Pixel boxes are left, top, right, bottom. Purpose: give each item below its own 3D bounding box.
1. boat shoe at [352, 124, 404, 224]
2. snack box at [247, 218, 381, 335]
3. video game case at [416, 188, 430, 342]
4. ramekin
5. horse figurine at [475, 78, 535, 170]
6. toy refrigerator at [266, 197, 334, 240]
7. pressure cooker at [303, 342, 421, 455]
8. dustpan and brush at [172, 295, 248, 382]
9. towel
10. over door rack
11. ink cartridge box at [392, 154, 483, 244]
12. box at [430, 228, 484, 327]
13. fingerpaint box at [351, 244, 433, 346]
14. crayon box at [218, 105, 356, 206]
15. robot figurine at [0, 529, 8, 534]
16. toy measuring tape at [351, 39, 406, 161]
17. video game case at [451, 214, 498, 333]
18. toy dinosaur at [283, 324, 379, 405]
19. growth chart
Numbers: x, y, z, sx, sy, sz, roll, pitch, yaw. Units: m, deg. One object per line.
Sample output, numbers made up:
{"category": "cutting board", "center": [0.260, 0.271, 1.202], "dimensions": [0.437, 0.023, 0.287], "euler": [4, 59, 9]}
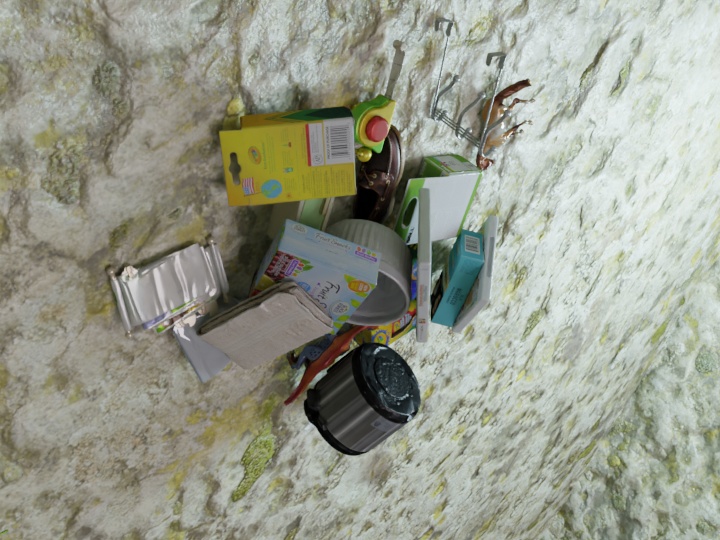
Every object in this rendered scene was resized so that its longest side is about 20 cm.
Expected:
{"category": "boat shoe", "center": [0.027, -0.157, 1.480], "dimensions": [0.070, 0.070, 0.202], "euler": [-27, 139, -35]}
{"category": "snack box", "center": [-0.079, 0.015, 1.383], "dimensions": [0.167, 0.068, 0.200], "euler": [20, 148, -14]}
{"category": "video game case", "center": [0.110, -0.010, 1.486], "dimensions": [0.022, 0.202, 0.184], "euler": [1, 132, 3]}
{"category": "ramekin", "center": [0.000, 0.000, 1.491], "dimensions": [0.201, 0.197, 0.106], "euler": [67, 30, -51]}
{"category": "horse figurine", "center": [0.277, -0.291, 1.645], "dimensions": [0.131, 0.050, 0.201], "euler": [-26, 147, -15]}
{"category": "toy refrigerator", "center": [-0.084, -0.133, 1.382], "dimensions": [0.075, 0.070, 0.202], "euler": [-9, 127, -42]}
{"category": "pressure cooker", "center": [-0.004, 0.257, 1.644], "dimensions": [0.200, 0.176, 0.178], "euler": [-43, 176, 31]}
{"category": "dustpan and brush", "center": [-0.219, 0.082, 1.452], "dimensions": [0.199, 0.057, 0.141], "euler": [-32, 129, -14]}
{"category": "towel", "center": [-0.152, 0.094, 1.386], "dimensions": [0.198, 0.035, 0.132], "euler": [-27, 133, 21]}
{"category": "over door rack", "center": [0.190, -0.314, 1.450], "dimensions": [0.066, 0.148, 0.202], "euler": [-27, 139, -25]}
{"category": "ink cartridge box", "center": [0.121, -0.133, 1.602], "dimensions": [0.198, 0.076, 0.149], "euler": [-10, 129, -41]}
{"category": "box", "center": [0.195, 0.017, 1.731], "dimensions": [0.048, 0.083, 0.201], "euler": [13, 133, -7]}
{"category": "fingerpaint box", "center": [0.063, 0.049, 1.701], "dimensions": [0.166, 0.073, 0.202], "euler": [-29, 140, -28]}
{"category": "crayon box", "center": [-0.107, -0.171, 1.274], "dimensions": [0.197, 0.051, 0.129], "euler": [-6, 122, -7]}
{"category": "robot figurine", "center": [-0.628, 0.448, 1.269], "dimensions": [0.200, 0.115, 0.176], "euler": [-44, 139, -9]}
{"category": "toy measuring tape", "center": [0.021, -0.274, 1.378], "dimensions": [0.073, 0.073, 0.203], "euler": [-5, 118, -45]}
{"category": "video game case", "center": [0.232, 0.011, 1.737], "dimensions": [0.200, 0.023, 0.185], "euler": [116, -15, -65]}
{"category": "toy dinosaur", "center": [-0.045, 0.154, 1.608], "dimensions": [0.180, 0.203, 0.104], "euler": [-19, 147, 38]}
{"category": "growth chart", "center": [-0.291, 0.030, 1.324], "dimensions": [0.198, 0.018, 0.147], "euler": [-23, 124, -34]}
